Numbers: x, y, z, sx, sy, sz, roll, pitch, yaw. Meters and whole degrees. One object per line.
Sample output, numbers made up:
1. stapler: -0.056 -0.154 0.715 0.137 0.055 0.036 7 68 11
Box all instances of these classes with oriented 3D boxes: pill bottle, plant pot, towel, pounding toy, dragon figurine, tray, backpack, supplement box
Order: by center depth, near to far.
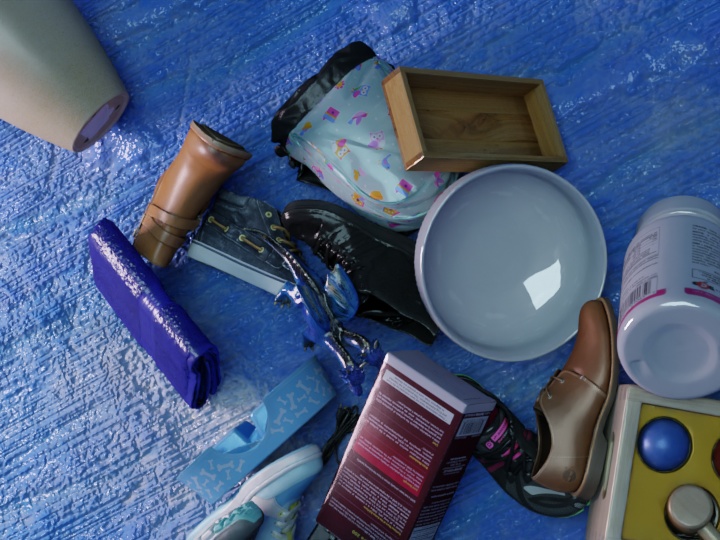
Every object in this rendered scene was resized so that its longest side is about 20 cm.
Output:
1. pounding toy: 0.320 0.221 1.194 0.183 0.142 0.201 10 84 1
2. pill bottle: 0.305 0.019 1.210 0.113 0.200 0.114 7 125 10
3. supplement box: 0.044 0.193 1.278 0.109 0.061 0.200 33 107 32
4. dragon figurine: -0.040 0.031 1.295 0.059 0.099 0.200 -28 97 -25
5. tray: 0.119 -0.151 1.306 0.037 0.200 0.099 -33 66 47
6. backpack: 0.015 -0.131 1.361 0.167 0.127 0.200 -45 76 1
7. towel: -0.223 0.046 1.398 0.049 0.148 0.200 -34 72 -23
8. plant pot: -0.373 -0.235 1.473 0.200 0.187 0.187 43 94 4

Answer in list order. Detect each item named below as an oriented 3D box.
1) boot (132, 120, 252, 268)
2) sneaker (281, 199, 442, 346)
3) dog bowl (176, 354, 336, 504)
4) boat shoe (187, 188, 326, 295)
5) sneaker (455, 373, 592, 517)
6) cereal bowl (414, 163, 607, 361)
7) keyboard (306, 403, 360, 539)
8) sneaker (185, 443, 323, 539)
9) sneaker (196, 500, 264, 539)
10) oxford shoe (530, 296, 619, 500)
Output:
1. boot: -0.194 -0.079 1.382 0.077 0.200 0.156 31 83 -19
2. sneaker: -0.001 0.002 1.348 0.199 0.060 0.104 21 56 -1
3. dog bowl: -0.106 0.173 1.358 0.200 0.111 0.050 -41 87 5
4. boat shoe: -0.092 -0.021 1.401 0.200 0.071 0.091 23 87 18
5. sneaker: 0.146 0.181 1.294 0.200 0.084 0.077 36 92 18
6. cereal bowl: 0.147 -0.012 1.308 0.199 0.083 0.201 -2 100 -10
7. keyboard: -0.002 0.224 1.363 0.127 0.021 0.200 33 90 18
8. sneaker: -0.082 0.279 1.336 0.200 0.079 0.131 -44 73 28
9. sneaker: -0.135 0.316 1.291 0.091 0.078 0.200 41 124 14
10. oxford shoe: 0.208 0.118 1.247 0.071 0.071 0.201 13 75 -4
